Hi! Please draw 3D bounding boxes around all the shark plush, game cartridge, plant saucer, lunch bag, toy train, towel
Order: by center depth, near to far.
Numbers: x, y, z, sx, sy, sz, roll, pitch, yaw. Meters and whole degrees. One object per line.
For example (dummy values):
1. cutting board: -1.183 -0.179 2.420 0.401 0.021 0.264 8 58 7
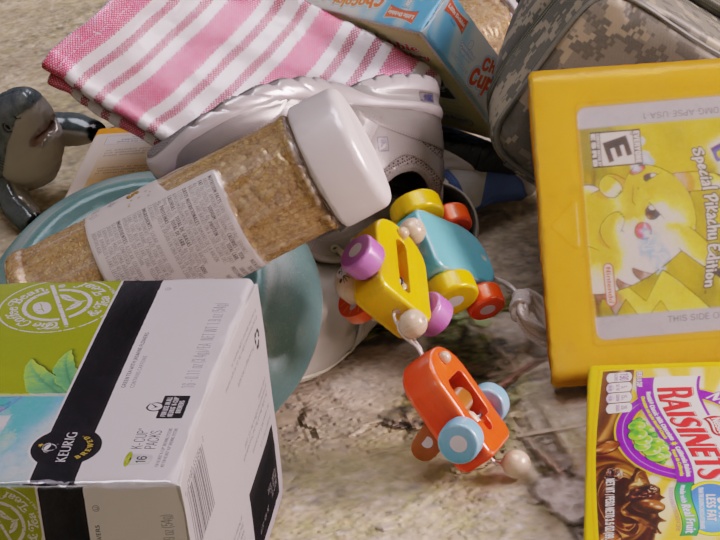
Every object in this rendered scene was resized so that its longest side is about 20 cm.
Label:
1. toy train: 0.041 0.038 1.469 0.056 0.150 0.200 -36 7 23
2. game cartridge: 0.197 -0.030 1.487 0.199 0.177 0.032 -5 -6 4
3. plant saucer: -0.122 0.018 1.493 0.199 0.036 0.201 -4 56 7
4. lunch bag: 0.176 -0.107 1.605 0.199 0.140 0.168 29 21 -11
5. towel: -0.070 -0.117 1.606 0.199 0.030 0.146 30 55 15
6. shark plush: -0.252 -0.100 1.798 0.091 0.083 0.200 -51 36 -12

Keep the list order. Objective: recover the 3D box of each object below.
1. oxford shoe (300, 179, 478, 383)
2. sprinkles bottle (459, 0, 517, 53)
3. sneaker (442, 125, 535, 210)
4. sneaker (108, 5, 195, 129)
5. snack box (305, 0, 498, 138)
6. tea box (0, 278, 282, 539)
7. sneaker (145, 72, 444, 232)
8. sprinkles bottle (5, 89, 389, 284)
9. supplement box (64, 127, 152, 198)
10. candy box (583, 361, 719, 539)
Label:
1. oxford shoe: 0.000 0.000 1.557 0.058 0.075 0.200 -25 8 47
2. sprinkles bottle: 0.041 -0.144 1.870 0.200 0.069 0.068 -27 33 -37
3. sneaker: 0.026 -0.050 1.681 0.199 0.077 0.076 -2 15 -35
4. sneaker: -0.118 -0.106 1.746 0.115 0.200 0.075 -21 68 8
5. snack box: 0.001 -0.147 1.701 0.200 0.116 0.037 19 69 41
6. tea box: -0.153 0.107 1.311 0.196 0.134 0.200 -2 27 10
7. sneaker: -0.026 -0.061 1.505 0.199 0.082 0.075 -10 -10 -35
8. sprinkles bottle: -0.086 -0.021 1.417 0.199 0.068 0.068 -27 25 7
9. supplement box: -0.114 -0.018 1.634 0.125 0.074 0.200 -2 26 8
10. candy box: 0.165 0.103 1.376 0.102 0.027 0.200 0 26 5
